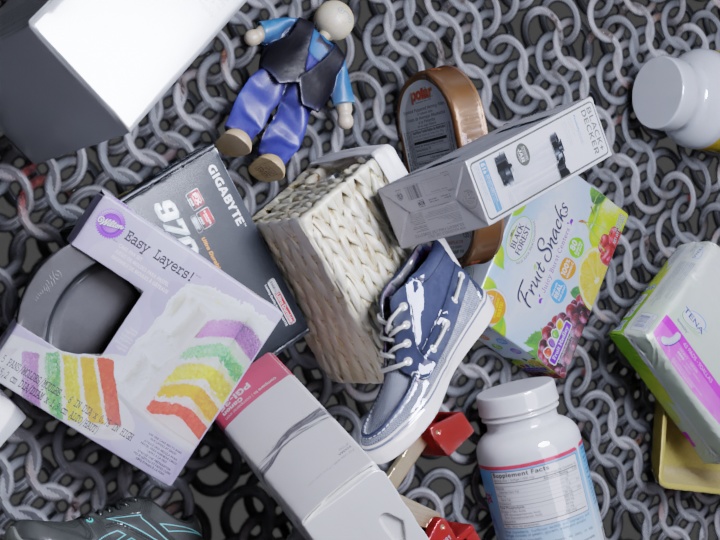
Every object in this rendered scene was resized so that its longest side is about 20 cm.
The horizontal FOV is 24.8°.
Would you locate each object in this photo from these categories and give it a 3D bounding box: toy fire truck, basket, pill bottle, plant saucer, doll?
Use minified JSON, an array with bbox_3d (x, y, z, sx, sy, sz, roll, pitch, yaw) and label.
[{"bbox_3d":[0.050,0.246,1.602,0.200,0.049,0.141,-38,106,-29],"label":"toy fire truck"},{"bbox_3d":[0.000,0.000,1.538,0.123,0.135,0.200,-39,107,-28],"label":"basket"},{"bbox_3d":[0.179,0.215,1.655,0.108,0.109,0.201,-17,95,-34],"label":"pill bottle"},{"bbox_3d":[0.399,0.151,1.845,0.199,0.048,0.201,11,81,-33],"label":"plant saucer"},{"bbox_3d":[-0.059,-0.178,1.563,0.136,0.048,0.200,36,61,-18],"label":"doll"},{"bbox_3d":[0.406,-0.189,1.839,0.199,0.112,0.113,3,84,-34],"label":"pill bottle"}]

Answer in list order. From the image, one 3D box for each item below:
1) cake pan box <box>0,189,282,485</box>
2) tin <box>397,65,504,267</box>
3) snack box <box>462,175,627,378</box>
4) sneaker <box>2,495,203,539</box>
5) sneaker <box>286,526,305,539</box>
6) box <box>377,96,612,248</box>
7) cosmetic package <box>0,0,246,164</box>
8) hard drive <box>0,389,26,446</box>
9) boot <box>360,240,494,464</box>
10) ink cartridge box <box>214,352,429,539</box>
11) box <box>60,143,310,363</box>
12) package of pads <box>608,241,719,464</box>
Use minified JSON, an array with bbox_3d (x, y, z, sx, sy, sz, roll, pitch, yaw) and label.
[{"bbox_3d":[-0.197,0.056,1.403,0.200,0.052,0.185,36,86,-16],"label":"cake pan box"},{"bbox_3d":[0.088,-0.102,1.618,0.042,0.112,0.201,-14,93,-34],"label":"tin"},{"bbox_3d":[0.186,-0.007,1.712,0.142,0.053,0.201,33,69,-26],"label":"snack box"},{"bbox_3d":[-0.219,0.235,1.420,0.200,0.075,0.080,21,61,-37],"label":"sneaker"},{"bbox_3d":[-0.046,0.278,1.522,0.200,0.081,0.077,-37,117,-9],"label":"sneaker"},{"bbox_3d":[0.125,-0.090,1.488,0.200,0.116,0.060,-30,101,-44],"label":"box"},{"bbox_3d":[-0.215,-0.208,1.370,0.123,0.199,0.200,49,63,-20],"label":"cosmetic package"},{"bbox_3d":[-0.385,0.148,1.331,0.132,0.026,0.200,50,62,-20],"label":"hard drive"},{"bbox_3d":[0.038,0.069,1.442,0.090,0.073,0.200,48,55,-22],"label":"boot"},{"bbox_3d":[-0.035,0.184,1.431,0.083,0.200,0.147,-38,128,-8],"label":"ink cartridge box"},{"bbox_3d":[-0.156,0.011,1.483,0.159,0.046,0.201,-34,105,-30],"label":"box"},{"bbox_3d":[0.377,0.086,1.766,0.155,0.068,0.200,-49,113,-26],"label":"package of pads"}]
